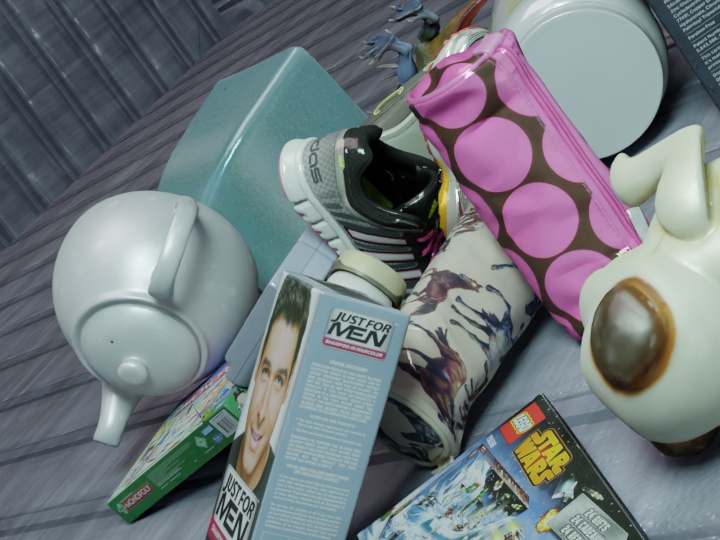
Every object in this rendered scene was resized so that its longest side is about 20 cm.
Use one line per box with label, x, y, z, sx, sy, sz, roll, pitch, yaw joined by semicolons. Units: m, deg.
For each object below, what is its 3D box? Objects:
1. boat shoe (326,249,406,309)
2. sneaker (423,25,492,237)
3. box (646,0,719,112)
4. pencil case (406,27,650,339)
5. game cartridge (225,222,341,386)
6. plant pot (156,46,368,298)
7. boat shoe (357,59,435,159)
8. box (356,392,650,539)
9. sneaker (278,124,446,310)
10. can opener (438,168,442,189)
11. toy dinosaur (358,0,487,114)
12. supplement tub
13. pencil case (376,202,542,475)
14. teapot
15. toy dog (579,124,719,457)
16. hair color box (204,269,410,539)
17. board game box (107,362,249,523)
boat shoe;-0.014;0.053;0.993;0.069;0.074;0.200;-59;-11;-20
sneaker;0.102;-0.087;1.061;0.078;0.201;0.082;-9;4;-38
box;0.259;-0.243;1.066;0.104;0.200;0.148;-33;17;16
pencil case;0.118;-0.059;0.887;0.091;0.200;0.094;-40;4;-26
game cartridge;-0.034;-0.011;1.079;0.200;0.041;0.133;-58;-3;-47
plant pot;-0.095;-0.070;1.404;0.200;0.196;0.196;-55;22;-23
boat shoe;0.042;-0.127;1.262;0.201;0.072;0.060;-36;33;27
box;0.074;0.150;0.707;0.137;0.040;0.200;-38;16;5
sneaker;0.033;-0.031;0.991;0.087;0.200;0.074;-23;32;41
can opener;0.075;-0.067;1.228;0.063;0.079;0.200;-30;6;1
toy dinosaur;0.069;-0.162;1.308;0.199;0.182;0.105;3;56;42
supplement tub;0.181;-0.183;1.170;0.145;0.145;0.200;-33;18;17
pencil case;0.069;0.041;0.925;0.200;0.089;0.078;-54;-7;-34
teapot;-0.184;0.036;1.212;0.196;0.200;0.146;-16;37;20
toy dog;0.201;0.007;0.702;0.200;0.140;0.194;-35;53;5
hair color box;-0.037;0.108;0.843;0.099;0.060;0.201;-158;84;-71
board game box;-0.124;0.120;1.154;0.200;0.029;0.135;-41;12;41
